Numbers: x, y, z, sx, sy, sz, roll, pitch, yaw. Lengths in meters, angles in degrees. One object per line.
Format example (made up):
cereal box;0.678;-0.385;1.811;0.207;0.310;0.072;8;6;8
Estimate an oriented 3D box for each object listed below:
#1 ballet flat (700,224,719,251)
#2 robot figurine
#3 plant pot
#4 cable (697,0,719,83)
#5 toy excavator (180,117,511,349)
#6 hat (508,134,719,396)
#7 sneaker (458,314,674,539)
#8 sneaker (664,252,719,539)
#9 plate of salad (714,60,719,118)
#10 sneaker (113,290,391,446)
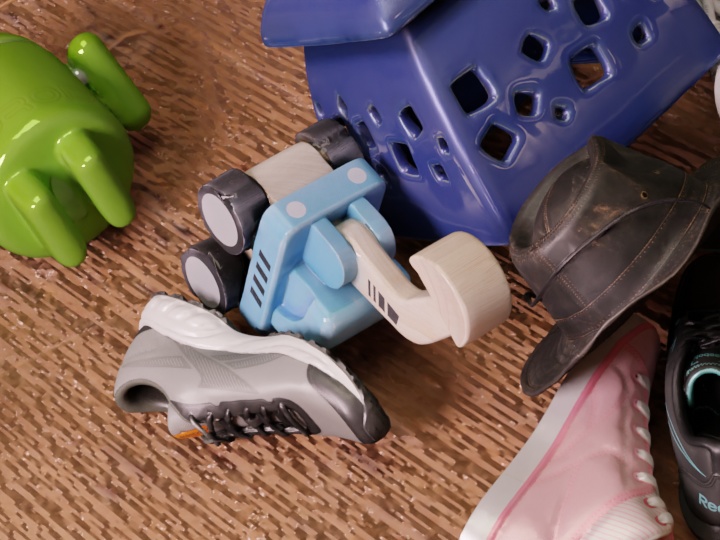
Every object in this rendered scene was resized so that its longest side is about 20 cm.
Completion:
ballet flat;0.270;-0.049;1.393;0.199;0.069;0.068;3;51;23
robot figurine;-0.229;-0.086;1.577;0.175;0.116;0.200;-41;47;-8
plant pot;0.068;-0.146;1.431;0.200;0.180;0.200;-43;20;-18
cable;0.275;-0.221;1.482;0.199;0.069;0.201;-19;86;-11
toy excavator;0.000;0.000;1.387;0.100;0.195;0.200;-30;66;-30
hat;0.135;-0.025;1.308;0.081;0.201;0.201;43;66;-2
sneaker;0.141;0.116;1.290;0.104;0.076;0.200;24;53;21
sneaker;0.207;0.057;1.312;0.075;0.080;0.201;-9;45;12
plate of salad;0.308;-0.115;1.371;0.199;0.048;0.201;-12;43;11
sneaker;-0.066;0.077;1.406;0.199;0.074;0.080;14;64;37
